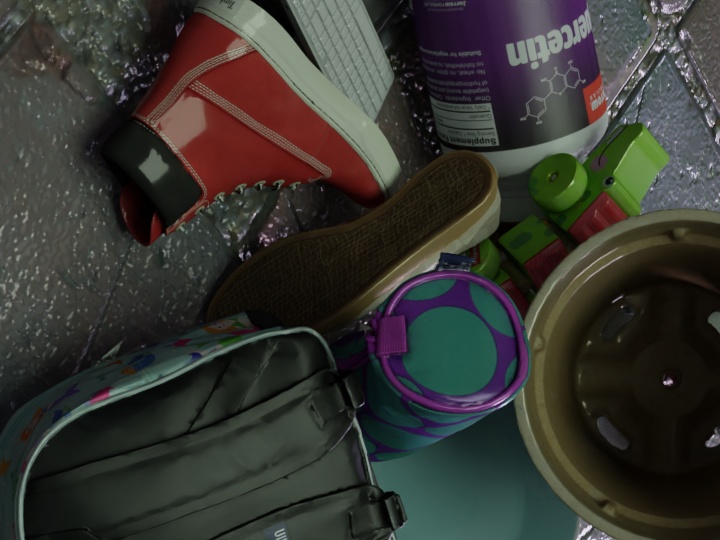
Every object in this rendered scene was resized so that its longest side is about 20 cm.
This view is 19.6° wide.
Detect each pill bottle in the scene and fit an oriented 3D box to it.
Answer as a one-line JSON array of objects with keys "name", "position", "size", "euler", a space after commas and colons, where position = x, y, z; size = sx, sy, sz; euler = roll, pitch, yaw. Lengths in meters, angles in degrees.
[{"name": "pill bottle", "position": [0.096, -0.138, 1.339], "size": [0.112, 0.112, 0.200], "euler": [-31, 116, -38]}]

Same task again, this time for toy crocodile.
[{"name": "toy crocodile", "position": [0.116, -0.012, 1.301], "size": [0.200, 0.062, 0.068], "euler": [-42, 129, -2]}]

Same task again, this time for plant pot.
[{"name": "plant pot", "position": [0.198, 0.068, 1.295], "size": [0.183, 0.200, 0.201], "euler": [25, 75, -83]}]

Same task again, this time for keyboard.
[{"name": "keyboard", "position": [-0.015, -0.147, 1.249], "size": [0.056, 0.011, 0.200], "euler": [-60, 154, -17]}]

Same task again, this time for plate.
[{"name": "plate", "position": [0.045, 0.125, 1.287], "size": [0.200, 0.026, 0.201], "euler": [13, 57, -21]}]

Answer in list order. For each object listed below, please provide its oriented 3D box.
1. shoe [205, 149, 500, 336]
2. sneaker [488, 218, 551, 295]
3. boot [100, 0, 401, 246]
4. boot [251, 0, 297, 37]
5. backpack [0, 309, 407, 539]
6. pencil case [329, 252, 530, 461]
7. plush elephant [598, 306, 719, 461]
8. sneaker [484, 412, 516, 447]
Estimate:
[{"name": "shoe", "position": [0.000, 0.000, 1.261], "size": [0.200, 0.070, 0.053], "euler": [-30, 150, -4]}, {"name": "sneaker", "position": [0.109, 0.005, 1.408], "size": [0.200, 0.075, 0.090], "euler": [-22, 119, -34]}, {"name": "boot", "position": [-0.067, -0.057, 1.232], "size": [0.144, 0.072, 0.200], "euler": [-56, 137, -6]}, {"name": "boot", "position": [-0.034, -0.261, 1.224], "size": [0.200, 0.072, 0.182], "euler": [-56, 143, -15]}, {"name": "backpack", "position": [-0.102, 0.126, 1.139], "size": [0.200, 0.150, 0.178], "euler": [-24, 104, -24]}, {"name": "pencil case", "position": [0.028, 0.055, 1.174], "size": [0.092, 0.200, 0.085], "euler": [17, 74, -8]}, {"name": "plush elephant", "position": [0.212, 0.070, 1.467], "size": [0.200, 0.155, 0.165], "euler": [84, -8, -58]}, {"name": "sneaker", "position": [0.088, 0.173, 1.397], "size": [0.075, 0.081, 0.200], "euler": [-36, 120, -38]}]
